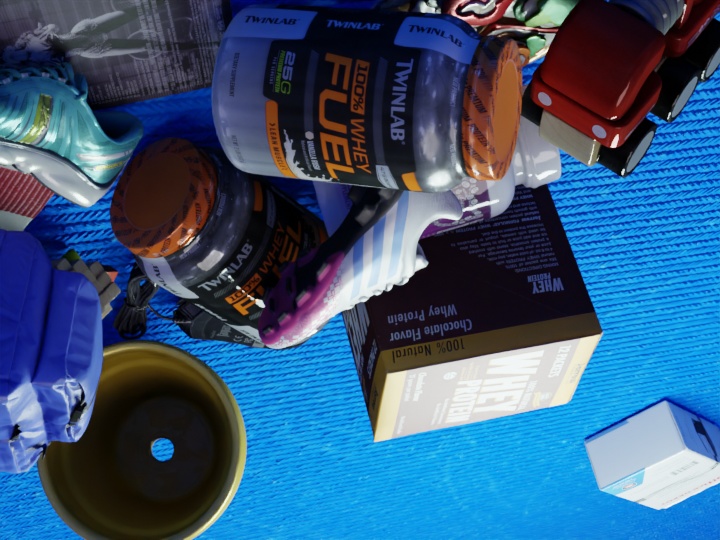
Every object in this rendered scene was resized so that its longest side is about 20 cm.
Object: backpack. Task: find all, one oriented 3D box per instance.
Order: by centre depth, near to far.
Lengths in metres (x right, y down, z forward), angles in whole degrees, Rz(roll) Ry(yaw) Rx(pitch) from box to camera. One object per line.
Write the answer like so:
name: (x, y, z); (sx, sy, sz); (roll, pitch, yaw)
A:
backpack: (-0.298, 0.083, 1.003); (0.166, 0.164, 0.201); (13, 147, -8)

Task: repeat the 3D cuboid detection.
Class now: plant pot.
plant pot: (-0.211, 0.181, 1.248); (0.198, 0.203, 0.189); (-14, 171, -3)

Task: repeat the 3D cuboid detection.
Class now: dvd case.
dvd case: (-0.188, -0.167, 0.864); (0.198, 0.016, 0.149); (-13, 150, -6)

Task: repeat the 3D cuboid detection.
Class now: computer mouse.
computer mouse: (-0.134, 0.022, 1.172); (0.198, 0.046, 0.141); (4, 148, -12)

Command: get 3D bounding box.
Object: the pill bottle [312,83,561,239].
pill bottle: (0.060, -0.088, 1.014); (0.198, 0.113, 0.113); (-17, 150, 1)

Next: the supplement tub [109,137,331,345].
supplement tub: (-0.108, -0.023, 1.024); (0.122, 0.124, 0.200); (-29, 144, 21)

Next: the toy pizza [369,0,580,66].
toy pizza: (0.096, -0.185, 0.918); (0.198, 0.032, 0.201); (-14, 160, -5)

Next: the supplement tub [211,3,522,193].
supplement tub: (0.007, -0.120, 0.856); (0.198, 0.124, 0.123); (7, 155, 19)

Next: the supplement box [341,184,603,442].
supplement box: (0.086, 0.021, 1.116); (0.195, 0.202, 0.133); (-9, 149, -11)

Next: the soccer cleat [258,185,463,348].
soccer cleat: (0.000, 0.000, 0.952); (0.086, 0.070, 0.200); (28, 119, -27)

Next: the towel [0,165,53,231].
towel: (-0.339, -0.049, 0.979); (0.143, 0.023, 0.200); (14, 138, -40)

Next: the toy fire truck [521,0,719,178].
toy fire truck: (0.214, -0.181, 0.854); (0.176, 0.128, 0.201); (-46, 158, -24)

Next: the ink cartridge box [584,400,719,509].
ink cartridge box: (0.447, 0.277, 1.818); (0.144, 0.084, 0.199); (-33, 146, 25)

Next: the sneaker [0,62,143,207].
sneaker: (-0.232, -0.118, 0.858); (0.080, 0.078, 0.200); (-44, 148, 10)

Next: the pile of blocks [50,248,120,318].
pile of blocks: (-0.265, 0.027, 1.116); (0.062, 0.082, 0.200); (-49, 180, -35)
